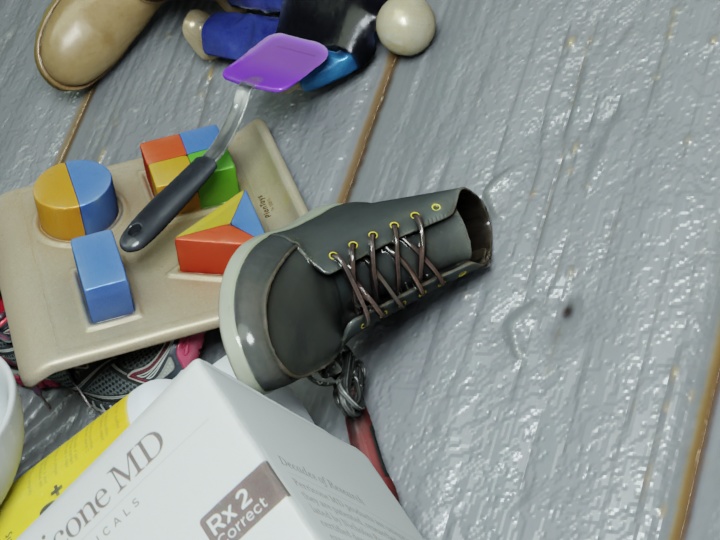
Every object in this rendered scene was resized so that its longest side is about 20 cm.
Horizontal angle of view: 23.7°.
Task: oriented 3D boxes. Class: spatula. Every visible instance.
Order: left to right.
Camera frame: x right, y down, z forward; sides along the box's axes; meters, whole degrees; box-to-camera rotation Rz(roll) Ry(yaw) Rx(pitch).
[{"bbox_3d":[-0.088,-0.083,1.074,0.056,0.021,0.201,17,59,32],"label":"spatula"}]

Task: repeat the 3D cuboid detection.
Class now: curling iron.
[{"bbox_3d":[0.004,0.124,0.925,0.025,0.050,0.201,-29,52,20],"label":"curling iron"}]

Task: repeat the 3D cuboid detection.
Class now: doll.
[{"bbox_3d":[-0.030,-0.176,1.166,0.199,0.048,0.137,13,69,42],"label":"doll"}]

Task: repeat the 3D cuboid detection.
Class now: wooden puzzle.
[{"bbox_3d":[-0.135,-0.025,1.080,0.198,0.047,0.186,-19,41,-7],"label":"wooden puzzle"}]

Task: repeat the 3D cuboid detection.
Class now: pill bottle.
[{"bbox_3d":[-0.121,0.133,0.962,0.199,0.112,0.112,-37,44,9],"label":"pill bottle"}]

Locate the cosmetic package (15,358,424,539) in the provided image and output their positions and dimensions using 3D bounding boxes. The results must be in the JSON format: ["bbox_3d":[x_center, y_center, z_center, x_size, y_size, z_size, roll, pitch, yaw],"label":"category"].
[{"bbox_3d":[-0.045,0.185,0.803,0.165,0.165,0.200,-44,54,6],"label":"cosmetic package"}]

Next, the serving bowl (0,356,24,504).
[{"bbox_3d":[-0.274,0.124,0.955,0.198,0.066,0.201,-14,30,8],"label":"serving bowl"}]

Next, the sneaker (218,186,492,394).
[{"bbox_3d":[0.000,0.000,0.944,0.105,0.075,0.200,-13,18,25],"label":"sneaker"}]

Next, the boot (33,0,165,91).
[{"bbox_3d":[-0.151,-0.204,1.207,0.176,0.066,0.200,-54,19,-10],"label":"boot"}]

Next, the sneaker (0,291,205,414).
[{"bbox_3d":[-0.183,0.044,1.100,0.199,0.075,0.081,3,60,37],"label":"sneaker"}]
